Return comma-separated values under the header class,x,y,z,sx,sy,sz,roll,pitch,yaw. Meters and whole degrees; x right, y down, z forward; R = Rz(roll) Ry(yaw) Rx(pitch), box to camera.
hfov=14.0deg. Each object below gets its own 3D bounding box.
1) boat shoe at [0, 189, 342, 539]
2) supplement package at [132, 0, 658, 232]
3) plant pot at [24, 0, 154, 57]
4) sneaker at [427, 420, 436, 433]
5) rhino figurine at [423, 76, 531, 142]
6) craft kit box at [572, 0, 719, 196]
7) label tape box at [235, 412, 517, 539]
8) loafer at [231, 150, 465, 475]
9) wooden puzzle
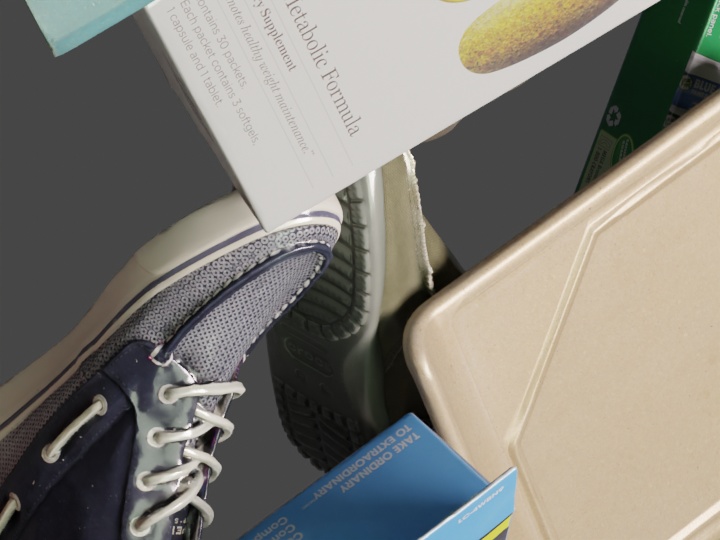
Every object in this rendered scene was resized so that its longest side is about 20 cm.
class,x,y,z,sx,sy,sz,roll,pitch,yaw
boat shoe,-0.067,0.055,1.067,0.200,0.093,0.074,-41,154,29
supplement package,0.015,-0.128,1.007,0.199,0.110,0.114,-31,131,-3
plant pot,-0.040,-0.185,0.884,0.199,0.141,0.142,-26,112,-3
sneaker,0.084,0.114,1.256,0.088,0.075,0.200,-44,120,-10
rhino figurine,0.072,-0.117,1.123,0.200,0.087,0.060,-37,90,-12
craft kit box,0.188,-0.048,1.256,0.197,0.048,0.201,6,112,-38
label tape box,-0.019,0.125,1.101,0.143,0.066,0.200,-35,162,-15
loafer,0.000,0.000,1.138,0.070,0.075,0.201,-41,150,-29
wooden puzzle,0.111,0.039,1.180,0.200,0.037,0.186,-38,126,-22
